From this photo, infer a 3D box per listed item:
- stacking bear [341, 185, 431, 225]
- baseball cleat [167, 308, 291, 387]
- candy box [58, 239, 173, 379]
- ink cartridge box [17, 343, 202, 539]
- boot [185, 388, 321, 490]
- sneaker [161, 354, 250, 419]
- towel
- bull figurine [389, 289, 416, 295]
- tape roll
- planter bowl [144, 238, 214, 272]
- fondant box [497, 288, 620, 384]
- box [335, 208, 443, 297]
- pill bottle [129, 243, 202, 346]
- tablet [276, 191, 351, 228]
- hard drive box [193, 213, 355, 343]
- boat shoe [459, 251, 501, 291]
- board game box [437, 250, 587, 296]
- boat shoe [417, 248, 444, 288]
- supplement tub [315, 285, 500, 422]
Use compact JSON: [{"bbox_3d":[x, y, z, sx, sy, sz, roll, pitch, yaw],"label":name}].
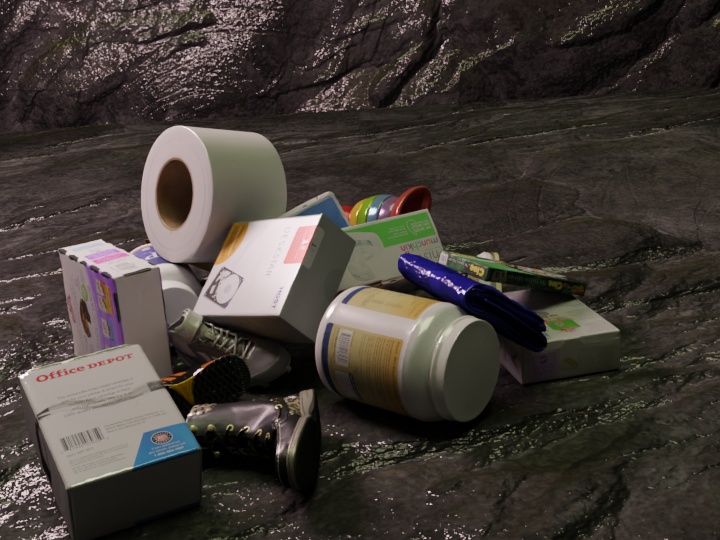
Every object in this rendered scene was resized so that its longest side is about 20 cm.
[{"bbox_3d":[0.024,-0.085,2.002,0.198,0.123,0.113,-1,8,40],"label":"stacking bear"},{"bbox_3d":[-0.189,0.103,1.465,0.198,0.107,0.070,1,53,36],"label":"baseball cleat"},{"bbox_3d":[-0.343,0.061,1.522,0.071,0.170,0.199,-16,22,-33],"label":"candy box"},{"bbox_3d":[-0.275,0.183,1.192,0.143,0.085,0.200,-14,37,-25],"label":"ink cartridge box"},{"bbox_3d":[-0.123,0.195,1.226,0.151,0.075,0.204,-6,14,3],"label":"boot"},{"bbox_3d":[-0.237,0.166,1.371,0.198,0.071,0.090,-20,-3,-25],"label":"sneaker"},{"bbox_3d":[0.144,0.032,1.404,0.147,0.050,0.200,33,-2,-28],"label":"towel"},{"bbox_3d":[0.070,0.069,1.540,0.120,0.066,0.200,7,7,18],"label":"bull figurine"},{"bbox_3d":[-0.224,-0.113,1.650,0.138,0.206,0.201,0,11,-42],"label":"tape roll"},{"bbox_3d":[-0.255,-0.052,1.828,0.198,0.085,0.200,19,-9,3],"label":"planter bowl"},{"bbox_3d":[0.249,0.084,1.501,0.142,0.059,0.200,-8,17,-12],"label":"fondant box"},{"bbox_3d":[0.000,0.000,1.639,0.198,0.098,0.176,-14,-13,-27],"label":"box"},{"bbox_3d":[-0.300,0.040,1.657,0.118,0.121,0.200,-10,19,-17],"label":"pill bottle"},{"bbox_3d":[-0.074,-0.046,1.668,0.129,0.200,0.014,-28,63,2],"label":"tablet"},{"bbox_3d":[-0.119,0.013,1.489,0.198,0.077,0.157,-3,57,46],"label":"hard drive box"},{"bbox_3d":[0.180,0.020,1.684,0.067,0.076,0.200,3,19,3],"label":"boat shoe"},{"bbox_3d":[0.213,0.004,1.522,0.198,0.024,0.104,9,10,-37],"label":"board game box"},{"bbox_3d":[0.045,-0.006,1.805,0.197,0.069,0.072,-8,20,-7],"label":"boat shoe"},{"bbox_3d":[0.058,0.104,1.342,0.198,0.147,0.144,11,23,39],"label":"supplement tub"}]
